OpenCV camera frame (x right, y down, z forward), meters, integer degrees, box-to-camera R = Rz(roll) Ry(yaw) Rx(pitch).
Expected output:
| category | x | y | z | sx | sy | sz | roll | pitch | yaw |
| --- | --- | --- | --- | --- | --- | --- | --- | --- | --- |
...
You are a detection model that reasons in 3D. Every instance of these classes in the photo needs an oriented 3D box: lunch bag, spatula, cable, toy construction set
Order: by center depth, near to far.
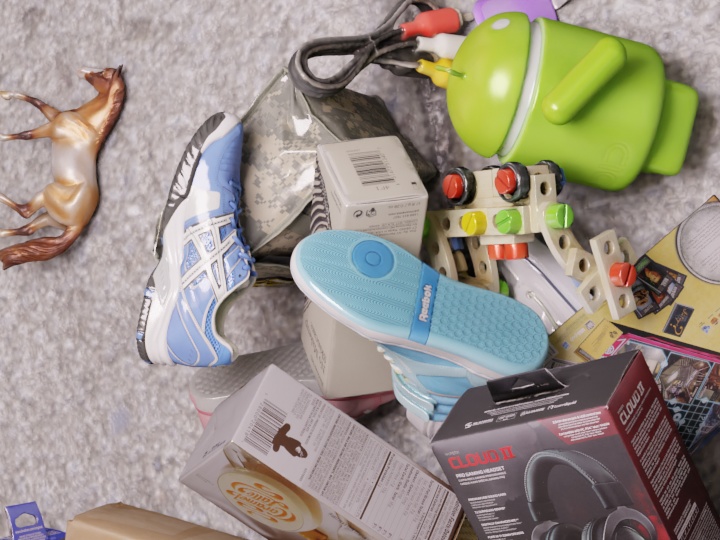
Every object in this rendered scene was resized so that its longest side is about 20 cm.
| category | x | y | z | sx | sy | sz | roll | pitch | yaw |
| --- | --- | --- | --- | --- | --- | --- | --- | --- | --- |
| toy construction set | 0.112 | -0.014 | 1.199 | 0.198 | 0.092 | 0.133 | -2 | 93 | 41 |
| cable | 0.025 | -0.186 | 1.289 | 0.050 | 0.198 | 0.098 | -30 | 71 | 45 |
| spatula | 0.186 | -0.235 | 1.293 | 0.198 | 0.020 | 0.057 | -26 | 76 | 23 |
| lunch bag | -0.061 | -0.055 | 1.332 | 0.200 | 0.163 | 0.118 | -44 | 68 | 19 |

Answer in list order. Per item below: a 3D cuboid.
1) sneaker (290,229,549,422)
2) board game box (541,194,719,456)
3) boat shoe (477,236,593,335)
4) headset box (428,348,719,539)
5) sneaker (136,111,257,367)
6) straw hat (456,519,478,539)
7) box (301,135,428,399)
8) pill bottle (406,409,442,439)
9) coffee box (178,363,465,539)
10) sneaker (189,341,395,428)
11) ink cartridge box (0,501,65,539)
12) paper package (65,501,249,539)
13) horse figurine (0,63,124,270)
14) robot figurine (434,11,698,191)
| category | x | y | z | sx | sy | sz | roll | pitch | yaw |
| --- | --- | --- | --- | --- | --- | --- | --- | --- | --- |
| sneaker | 0.028 | 0.052 | 1.184 | 0.198 | 0.080 | 0.131 | 25 | 146 | -5 |
| board game box | 0.239 | 0.057 | 1.202 | 0.199 | 0.035 | 0.136 | -38 | 70 | -9 |
| boat shoe | 0.148 | 0.032 | 1.269 | 0.067 | 0.074 | 0.200 | -45 | 70 | -2 |
| headset box | 0.152 | 0.153 | 1.103 | 0.148 | 0.077 | 0.202 | -15 | 110 | 36 |
| sneaker | -0.114 | -0.021 | 1.234 | 0.076 | 0.076 | 0.203 | 13 | 93 | 8 |
| straw hat | 0.065 | 0.302 | 1.303 | 0.199 | 0.085 | 0.204 | -1 | 89 | 26 |
| box | 0.000 | 0.000 | 1.240 | 0.083 | 0.068 | 0.202 | -115 | 24 | -47 |
| pill bottle | 0.135 | 0.148 | 1.258 | 0.200 | 0.112 | 0.113 | 40 | 106 | 21 |
| coffee box | -0.029 | 0.176 | 1.274 | 0.199 | 0.080 | 0.114 | 36 | 146 | -12 |
| sneaker | -0.040 | 0.120 | 1.367 | 0.198 | 0.076 | 0.106 | -10 | 120 | 5 |
| ink cartridge box | -0.307 | 0.318 | 1.460 | 0.075 | 0.136 | 0.203 | 10 | 93 | 23 |
| paper package | -0.167 | 0.324 | 1.410 | 0.198 | 0.103 | 0.193 | 10 | 95 | 26 |
| horse figurine | -0.290 | -0.095 | 1.504 | 0.131 | 0.050 | 0.203 | 4 | 82 | 9 |
| robot figurine | 0.156 | -0.130 | 1.228 | 0.197 | 0.175 | 0.117 | 13 | 95 | -8 |
